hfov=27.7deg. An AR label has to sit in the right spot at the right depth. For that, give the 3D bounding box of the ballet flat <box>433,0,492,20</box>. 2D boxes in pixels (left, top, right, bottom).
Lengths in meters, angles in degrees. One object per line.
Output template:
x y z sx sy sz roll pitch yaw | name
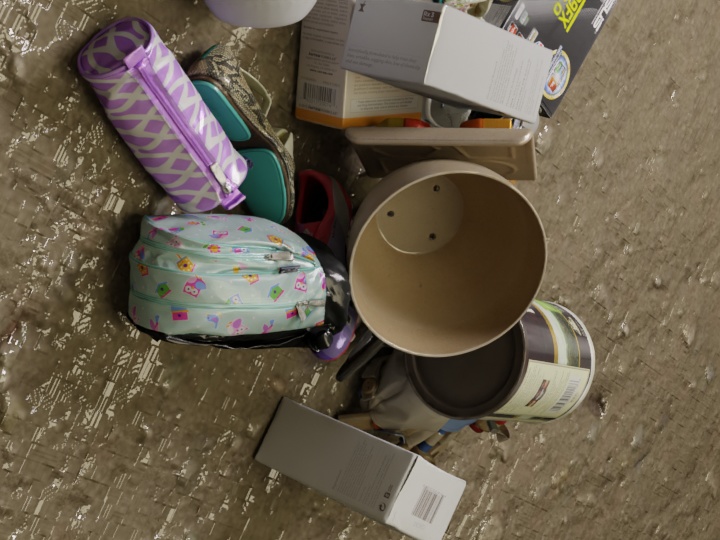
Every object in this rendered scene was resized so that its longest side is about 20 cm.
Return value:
0.109 -0.296 1.527 0.200 0.064 0.076 78 15 -85 | ballet flat

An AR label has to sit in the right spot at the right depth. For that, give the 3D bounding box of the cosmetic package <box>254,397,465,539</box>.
-0.002 0.214 1.563 0.113 0.200 0.081 36 78 -50 | cosmetic package

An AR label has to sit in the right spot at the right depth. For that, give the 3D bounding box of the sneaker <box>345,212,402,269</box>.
0.000 0.000 1.570 0.200 0.087 0.074 -45 133 -27 | sneaker

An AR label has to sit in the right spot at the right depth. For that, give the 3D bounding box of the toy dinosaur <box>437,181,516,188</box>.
0.134 -0.064 1.702 0.106 0.060 0.200 20 113 -25 | toy dinosaur

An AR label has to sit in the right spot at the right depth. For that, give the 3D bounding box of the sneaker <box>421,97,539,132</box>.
0.149 -0.173 1.673 0.200 0.082 0.075 1 103 -48 | sneaker

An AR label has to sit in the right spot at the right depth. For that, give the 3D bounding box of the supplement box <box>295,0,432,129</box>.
0.006 -0.252 1.494 0.126 0.073 0.201 -10 111 -46 | supplement box

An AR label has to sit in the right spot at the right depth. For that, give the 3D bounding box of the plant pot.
0.073 -0.033 1.475 0.199 0.135 0.201 -5 118 -10 | plant pot

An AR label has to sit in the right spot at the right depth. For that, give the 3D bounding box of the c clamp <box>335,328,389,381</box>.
0.044 0.036 1.593 0.027 0.171 0.200 42 56 -6 | c clamp

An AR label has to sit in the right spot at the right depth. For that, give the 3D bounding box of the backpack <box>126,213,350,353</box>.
-0.128 0.011 1.399 0.199 0.167 0.127 0 97 -34 | backpack

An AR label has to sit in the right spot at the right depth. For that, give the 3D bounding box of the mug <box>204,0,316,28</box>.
-0.115 -0.313 1.305 0.199 0.148 0.176 -7 120 -14 | mug

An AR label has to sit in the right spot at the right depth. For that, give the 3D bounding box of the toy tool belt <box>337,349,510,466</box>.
0.072 0.170 1.712 0.123 0.125 0.200 -40 140 21 | toy tool belt

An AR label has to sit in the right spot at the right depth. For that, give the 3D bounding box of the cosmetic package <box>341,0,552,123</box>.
0.088 -0.210 1.448 0.200 0.113 0.082 8 97 -49 | cosmetic package

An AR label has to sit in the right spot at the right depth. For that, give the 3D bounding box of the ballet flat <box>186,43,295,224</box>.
-0.104 -0.137 1.429 0.075 0.068 0.200 -61 138 -36 | ballet flat

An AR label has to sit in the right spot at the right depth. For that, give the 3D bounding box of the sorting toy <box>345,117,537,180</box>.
0.088 -0.126 1.505 0.200 0.184 0.037 40 52 -79 | sorting toy

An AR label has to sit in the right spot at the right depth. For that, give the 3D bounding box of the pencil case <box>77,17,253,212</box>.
-0.177 -0.135 1.328 0.084 0.086 0.200 -39 131 -5 | pencil case

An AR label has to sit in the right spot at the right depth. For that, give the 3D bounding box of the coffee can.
0.158 0.097 1.632 0.200 0.146 0.147 13 94 -59 | coffee can

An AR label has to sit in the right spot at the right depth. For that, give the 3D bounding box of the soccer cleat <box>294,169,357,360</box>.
-0.042 -0.007 1.493 0.076 0.066 0.201 39 46 -52 | soccer cleat

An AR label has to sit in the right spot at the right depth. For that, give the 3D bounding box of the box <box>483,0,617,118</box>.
0.225 -0.309 1.736 0.200 0.044 0.160 -59 137 -14 | box
